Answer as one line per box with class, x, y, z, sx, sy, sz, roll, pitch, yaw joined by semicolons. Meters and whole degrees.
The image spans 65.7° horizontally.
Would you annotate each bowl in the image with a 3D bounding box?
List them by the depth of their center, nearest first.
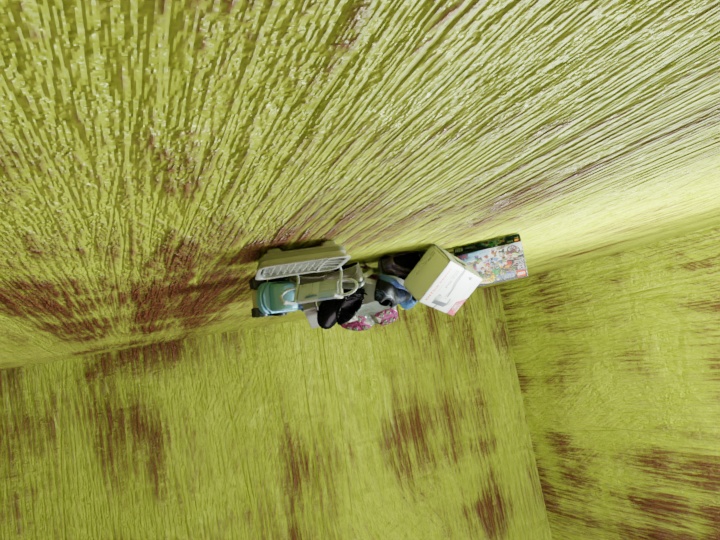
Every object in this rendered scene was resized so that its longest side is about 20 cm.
bowl;0.064;0.047;1.799;0.198;0.076;0.199;-21;180;-38

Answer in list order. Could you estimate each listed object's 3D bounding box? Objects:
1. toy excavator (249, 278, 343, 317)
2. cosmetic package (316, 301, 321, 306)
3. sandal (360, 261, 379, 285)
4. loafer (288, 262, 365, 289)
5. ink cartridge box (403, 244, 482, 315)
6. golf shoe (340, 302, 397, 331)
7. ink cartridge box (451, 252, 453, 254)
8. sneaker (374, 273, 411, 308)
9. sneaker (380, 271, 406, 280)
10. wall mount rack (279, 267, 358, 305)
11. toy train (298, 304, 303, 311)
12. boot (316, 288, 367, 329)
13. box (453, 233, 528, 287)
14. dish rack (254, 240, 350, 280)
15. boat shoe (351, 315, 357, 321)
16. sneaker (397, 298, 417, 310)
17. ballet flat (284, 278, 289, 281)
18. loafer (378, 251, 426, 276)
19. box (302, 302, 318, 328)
toy excavator;-0.170;0.069;1.474;0.198;0.102;0.193;-3;179;41
cosmetic package;-0.063;0.080;1.857;0.073;0.104;0.198;-14;174;36
sandal;0.006;0.003;1.547;0.082;0.051;0.201;25;-172;36
loafer;-0.086;0.004;1.427;0.196;0.071;0.075;0;-159;1
ink cartridge box;0.232;0.030;1.563;0.199;0.085;0.146;23;109;-47
golf shoe;0.026;0.141;1.826;0.196;0.092;0.076;-11;130;9
ink cartridge box;0.279;-0.014;1.785;0.196;0.069;0.116;-14;172;13
sneaker;0.088;0.071;1.579;0.069;0.079;0.200;17;172;29
sneaker;0.144;0.026;1.647;0.197;0.114;0.073;-7;-164;-32
wall mount rack;-0.107;0.041;1.308;0.196;0.076;0.175;-10;-146;7
toy train;-0.225;0.080;1.703;0.196;0.088;0.114;-7;163;-19
boot;-0.057;0.107;1.574;0.073;0.200;0.163;30;-168;-16
box;0.388;-0.024;1.661;0.196;0.138;0.038;-13;-143;16
dish rack;-0.130;-0.022;1.201;0.196;0.044;0.172;-9;173;-15
boat shoe;-0.038;0.083;1.712;0.068;0.072;0.203;-4;129;2
sneaker;0.191;0.055;1.872;0.078;0.066;0.201;-23;-157;42
ballet flat;-0.158;0.047;1.606;0.196;0.064;0.069;-9;173;-19
loafer;0.143;-0.019;1.548;0.197;0.073;0.063;-3;165;-33
box;-0.148;0.130;1.712;0.041;0.039;0.201;-14;159;-2
